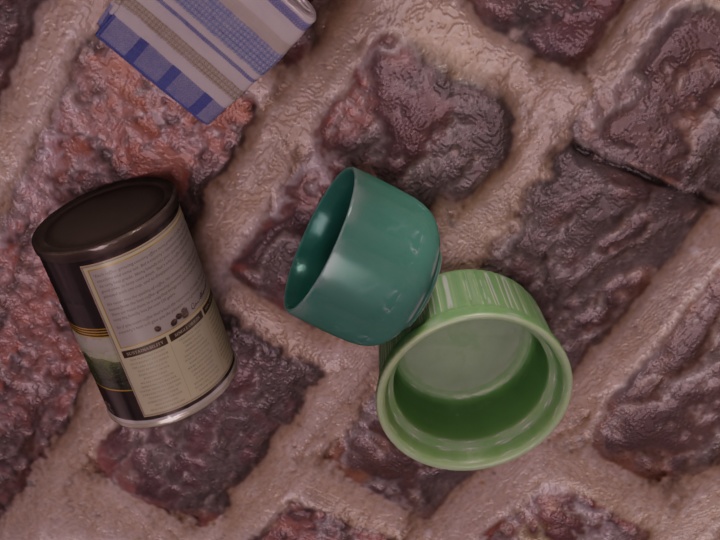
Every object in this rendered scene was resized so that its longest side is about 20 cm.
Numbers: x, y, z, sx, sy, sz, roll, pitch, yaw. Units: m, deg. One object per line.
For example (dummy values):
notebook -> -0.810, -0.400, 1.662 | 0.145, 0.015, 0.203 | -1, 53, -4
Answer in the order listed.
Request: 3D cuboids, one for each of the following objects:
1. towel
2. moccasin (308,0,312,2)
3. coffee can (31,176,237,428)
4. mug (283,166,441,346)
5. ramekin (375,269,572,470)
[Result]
towel -> -0.142, -0.222, 0.971 | 0.146, 0.024, 0.199 | 39, 140, -17
moccasin -> -0.106, -0.309, 0.936 | 0.077, 0.074, 0.202 | -39, 107, 9
coffee can -> -0.219, 0.031, 1.084 | 0.144, 0.147, 0.203 | -12, 118, 9
mug -> 0.005, -0.009, 1.063 | 0.113, 0.185, 0.154 | 25, 94, -14
ramekin -> 0.109, 0.097, 1.117 | 0.196, 0.098, 0.203 | -2, 124, -4
